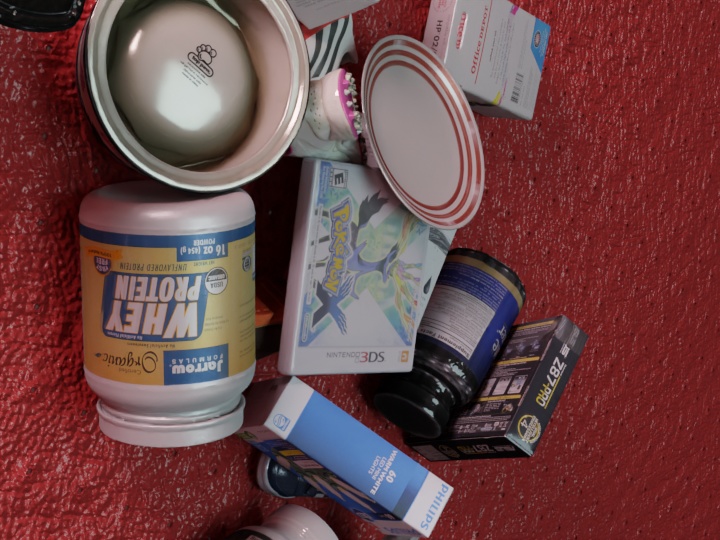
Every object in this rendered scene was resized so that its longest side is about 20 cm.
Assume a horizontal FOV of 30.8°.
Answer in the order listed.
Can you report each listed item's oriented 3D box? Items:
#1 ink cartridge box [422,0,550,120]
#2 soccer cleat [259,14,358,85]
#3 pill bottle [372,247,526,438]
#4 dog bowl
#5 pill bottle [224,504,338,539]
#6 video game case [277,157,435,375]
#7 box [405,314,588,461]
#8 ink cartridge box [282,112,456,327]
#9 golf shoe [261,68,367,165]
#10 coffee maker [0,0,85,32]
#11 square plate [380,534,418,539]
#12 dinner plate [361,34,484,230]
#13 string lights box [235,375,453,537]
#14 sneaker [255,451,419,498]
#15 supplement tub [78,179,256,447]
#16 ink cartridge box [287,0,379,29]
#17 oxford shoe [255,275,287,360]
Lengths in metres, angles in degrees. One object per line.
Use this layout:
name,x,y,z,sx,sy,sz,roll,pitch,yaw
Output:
ink cartridge box,0.128,-0.246,1.457,0.200,0.068,0.115,13,88,-54
soccer cleat,-0.065,-0.186,1.223,0.200,0.069,0.085,-49,130,-40
pill bottle,0.096,0.082,1.462,0.200,0.112,0.112,-59,138,-25
dog bowl,-0.144,-0.161,1.075,0.200,0.074,0.200,1,89,-32
pill bottle,-0.111,0.318,1.248,0.200,0.116,0.117,-37,126,-43
video game case,0.000,0.000,1.255,0.182,0.022,0.200,3,94,-50
box,0.152,0.137,1.481,0.049,0.200,0.161,38,64,-19
ink cartridge box,0.023,-0.044,1.357,0.145,0.083,0.200,39,69,-48
golf shoe,-0.042,-0.134,1.222,0.200,0.091,0.075,70,8,-79
coffee maker,-0.258,-0.253,0.841,0.192,0.200,0.135,-63,142,-17
square plate,-0.015,0.354,1.383,0.200,0.028,0.198,-39,163,-41
dinner plate,0.058,-0.134,1.286,0.200,0.024,0.200,27,53,-44
string lights box,-0.019,0.182,1.268,0.200,0.103,0.059,37,68,-15
sneaker,-0.012,0.214,1.355,0.200,0.108,0.070,19,83,-53
supplement tub,-0.159,0.032,1.088,0.145,0.145,0.200,-15,110,-50
ink cartridge box,-0.066,-0.326,1.134,0.200,0.083,0.145,35,47,-50
oxford shoe,-0.099,0.052,1.255,0.073,0.071,0.200,-52,152,15
